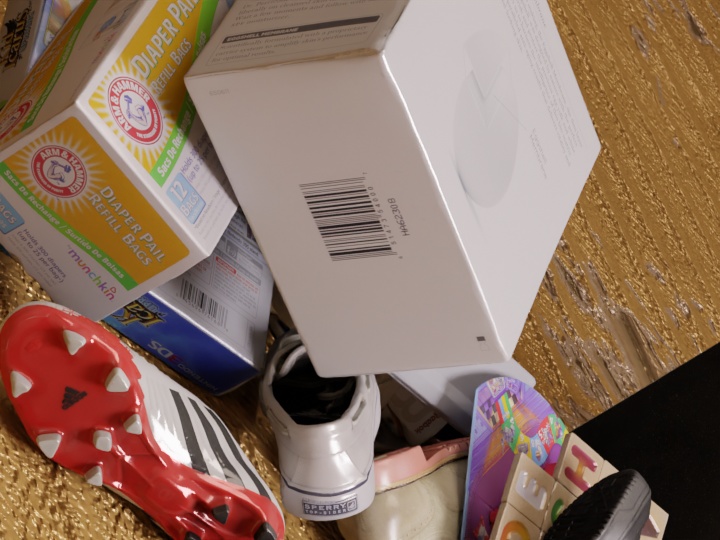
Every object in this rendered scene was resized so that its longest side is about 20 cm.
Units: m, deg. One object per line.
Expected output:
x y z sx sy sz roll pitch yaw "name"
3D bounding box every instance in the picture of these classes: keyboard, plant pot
0.049 0.052 1.640 0.011 0.056 0.200 27 -9 36 "keyboard"
0.237 0.197 1.760 0.200 0.199 0.178 36 36 -30 "plant pot"

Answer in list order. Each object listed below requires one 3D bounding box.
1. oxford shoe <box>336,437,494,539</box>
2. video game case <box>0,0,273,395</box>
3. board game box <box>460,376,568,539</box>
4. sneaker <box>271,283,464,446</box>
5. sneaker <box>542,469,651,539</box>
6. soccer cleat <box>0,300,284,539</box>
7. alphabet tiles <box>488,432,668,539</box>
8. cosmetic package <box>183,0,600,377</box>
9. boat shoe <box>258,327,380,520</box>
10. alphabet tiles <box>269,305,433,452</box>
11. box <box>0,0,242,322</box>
0.038 0.142 1.632 0.200 0.071 0.074 -5 78 -61 "oxford shoe"
-0.130 -0.053 1.574 0.200 0.045 0.182 37 41 -30 "video game case"
0.117 0.162 1.650 0.158 0.039 0.201 42 46 -45 "board game box"
0.023 0.053 1.697 0.200 0.073 0.085 35 23 -36 "sneaker"
0.130 0.217 1.546 0.104 0.060 0.200 46 58 -16 "sneaker"
-0.115 0.081 1.420 0.200 0.069 0.085 43 13 -24 "soccer cleat"
0.125 0.205 1.596 0.167 0.008 0.201 40 56 -33 "alphabet tiles"
0.024 -0.084 1.478 0.200 0.122 0.200 67 33 -30 "cosmetic package"
-0.026 0.068 1.557 0.200 0.072 0.066 -89 174 -66 "boat shoe"
-0.015 0.036 1.764 0.166 0.006 0.200 12 43 -58 "alphabet tiles"
-0.118 -0.080 1.478 0.113 0.101 0.200 49 36 -18 "box"
